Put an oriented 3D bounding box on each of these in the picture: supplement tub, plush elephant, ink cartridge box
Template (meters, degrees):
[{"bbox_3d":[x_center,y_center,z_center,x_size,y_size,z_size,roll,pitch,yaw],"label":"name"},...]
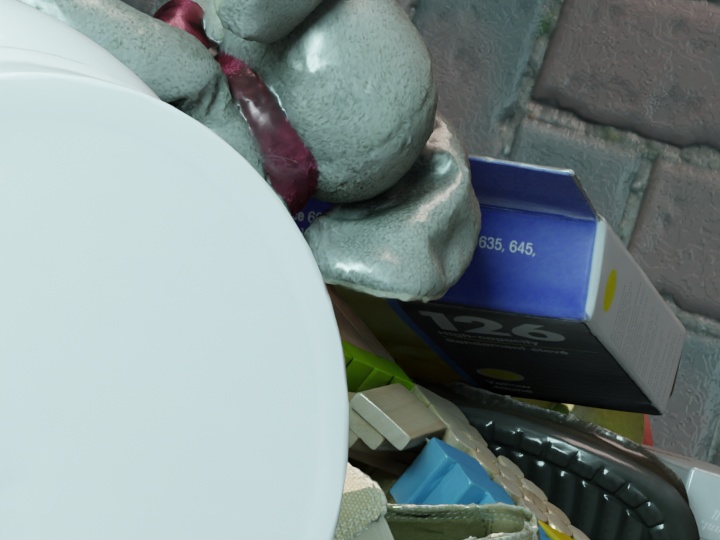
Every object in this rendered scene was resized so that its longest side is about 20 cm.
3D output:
[{"bbox_3d":[-0.107,0.015,0.513,0.145,0.146,0.200,16,0,-36],"label":"supplement tub"},{"bbox_3d":[-0.048,-0.045,0.867,0.200,0.165,0.155,22,46,40],"label":"plush elephant"},{"bbox_3d":[0.000,0.000,1.030,0.197,0.047,0.200,9,-11,19],"label":"ink cartridge box"}]

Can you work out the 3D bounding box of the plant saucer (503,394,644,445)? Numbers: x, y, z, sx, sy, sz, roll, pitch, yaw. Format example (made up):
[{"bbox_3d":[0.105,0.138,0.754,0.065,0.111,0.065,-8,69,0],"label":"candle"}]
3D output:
[{"bbox_3d":[0.010,0.050,1.137,0.200,0.031,0.200,-3,33,2],"label":"plant saucer"}]

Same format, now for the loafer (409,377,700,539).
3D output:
[{"bbox_3d":[0.030,0.065,1.019,0.200,0.073,0.071,15,24,24],"label":"loafer"}]

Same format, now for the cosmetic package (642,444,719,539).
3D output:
[{"bbox_3d":[0.144,0.121,1.099,0.107,0.090,0.200,19,-4,-4],"label":"cosmetic package"}]

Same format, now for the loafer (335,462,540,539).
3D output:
[{"bbox_3d":[-0.032,0.077,0.810,0.200,0.068,0.076,16,0,-30],"label":"loafer"}]

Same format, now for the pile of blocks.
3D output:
[{"bbox_3d":[0.013,0.078,0.931,0.200,0.062,0.082,42,12,14],"label":"pile of blocks"}]

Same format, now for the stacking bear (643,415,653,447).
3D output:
[{"bbox_3d":[0.024,0.078,1.262,0.200,0.122,0.114,3,21,-46],"label":"stacking bear"}]
